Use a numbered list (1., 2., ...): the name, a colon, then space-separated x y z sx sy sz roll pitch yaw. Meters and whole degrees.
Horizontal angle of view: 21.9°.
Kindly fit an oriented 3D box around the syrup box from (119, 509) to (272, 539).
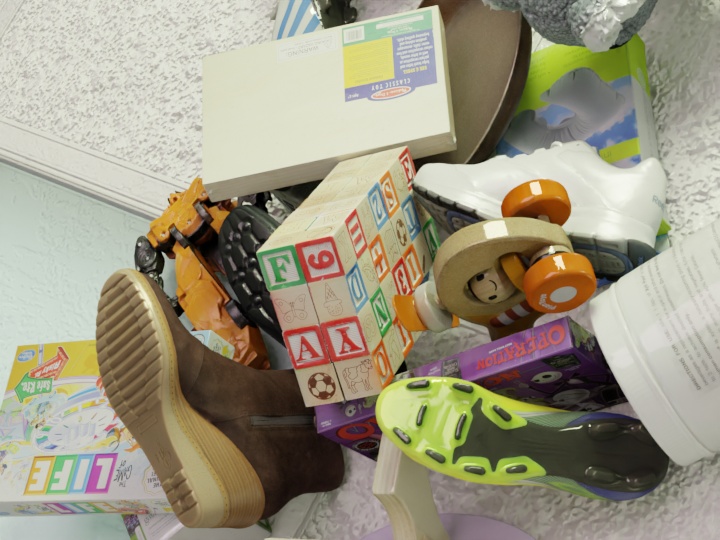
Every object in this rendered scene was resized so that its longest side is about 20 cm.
1. syrup box: -0.151 0.143 1.459 0.081 0.079 0.201 -39 48 9

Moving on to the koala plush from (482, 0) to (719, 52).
1. koala plush: 0.189 -0.233 1.337 0.199 0.185 0.177 -34 42 -17

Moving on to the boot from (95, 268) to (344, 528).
1. boot: -0.101 0.087 1.358 0.072 0.166 0.201 -26 81 36

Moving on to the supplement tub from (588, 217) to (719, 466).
1. supplement tub: 0.262 0.023 1.200 0.199 0.132 0.133 -31 49 15

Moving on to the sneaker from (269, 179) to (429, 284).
1. sneaker: -0.012 -0.050 1.483 0.077 0.085 0.200 -44 70 0

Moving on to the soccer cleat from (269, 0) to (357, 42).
1. soccer cleat: -0.039 -0.165 1.583 0.086 0.070 0.201 -35 44 35

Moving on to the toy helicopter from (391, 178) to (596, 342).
1. toy helicopter: 0.091 0.031 1.272 0.131 0.201 0.079 -15 56 1

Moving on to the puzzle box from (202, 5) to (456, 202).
1. puzzle box: -0.027 -0.130 1.447 0.198 0.025 0.134 -11 53 11

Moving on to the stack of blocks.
1. stack of blocks: 0.000 0.000 1.319 0.058 0.116 0.200 -12 17 21

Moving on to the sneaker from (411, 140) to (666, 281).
1. sneaker: 0.130 -0.051 1.327 0.199 0.075 0.088 13 66 28

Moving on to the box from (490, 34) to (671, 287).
1. box: 0.162 -0.082 1.394 0.121 0.048 0.201 -20 53 25

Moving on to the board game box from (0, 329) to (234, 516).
1. board game box: -0.197 0.119 1.428 0.199 0.034 0.135 -6 61 33

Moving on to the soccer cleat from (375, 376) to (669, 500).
1. soccer cleat: 0.106 0.117 1.238 0.198 0.084 0.065 10 77 -1

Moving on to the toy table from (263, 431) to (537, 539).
1. toy table: 0.032 0.213 1.261 0.199 0.117 0.185 -16 55 26

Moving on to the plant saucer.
1. plant saucer: 0.077 -0.148 1.462 0.200 0.032 0.202 -39 41 45

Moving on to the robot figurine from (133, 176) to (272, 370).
1. robot figurine: -0.107 0.000 1.528 0.145 0.058 0.200 -43 48 5

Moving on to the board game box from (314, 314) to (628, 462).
1. board game box: 0.082 0.090 1.296 0.199 0.120 0.033 -21 57 25

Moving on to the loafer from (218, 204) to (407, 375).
1. loafer: -0.035 0.031 1.414 0.201 0.070 0.068 50 115 20
